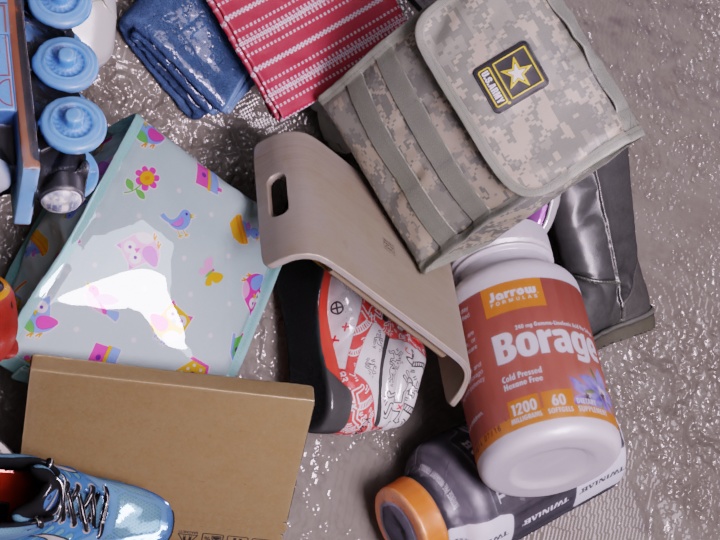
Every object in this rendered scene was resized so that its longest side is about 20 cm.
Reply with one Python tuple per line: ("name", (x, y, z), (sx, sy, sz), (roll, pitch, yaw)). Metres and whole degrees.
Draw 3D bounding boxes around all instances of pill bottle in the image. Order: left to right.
("pill bottle", (0.109, 0.168, 1.593), (0.199, 0.106, 0.107), (-25, 101, -28))
("pill bottle", (0.126, 0.064, 1.532), (0.112, 0.112, 0.201), (7, 55, -29))

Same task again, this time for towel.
("towel", (-0.089, -0.219, 1.526), (0.112, 0.048, 0.200), (48, 68, -19))
("towel", (-0.059, -0.231, 1.501), (0.144, 0.022, 0.201), (-33, 98, -25))

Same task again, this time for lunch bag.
("lunch bag", (-0.164, 0.018, 1.435), (0.170, 0.122, 0.201), (35, 67, -25))
("lunch bag", (0.093, -0.118, 1.440), (0.117, 0.200, 0.164), (-23, 80, -49))

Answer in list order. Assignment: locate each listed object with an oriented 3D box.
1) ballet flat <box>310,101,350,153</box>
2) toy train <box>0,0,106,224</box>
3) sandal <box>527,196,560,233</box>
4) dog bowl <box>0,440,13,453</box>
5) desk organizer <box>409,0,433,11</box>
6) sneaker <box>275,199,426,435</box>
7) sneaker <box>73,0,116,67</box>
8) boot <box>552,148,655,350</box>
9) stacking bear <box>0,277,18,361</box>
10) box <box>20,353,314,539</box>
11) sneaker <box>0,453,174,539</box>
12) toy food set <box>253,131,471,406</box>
("ballet flat", (0.013, -0.107, 1.575), (0.200, 0.069, 0.070), (35, 72, -24))
("toy train", (-0.240, -0.126, 1.367), (0.114, 0.087, 0.201), (-2, 59, -15))
("sandal", (0.121, -0.117, 1.625), (0.050, 0.082, 0.204), (16, 68, -41))
("dog bowl", (-0.322, 0.195, 1.366), (0.199, 0.074, 0.201), (2, 87, -30))
("desk organizer", (0.051, -0.279, 1.595), (0.200, 0.072, 0.077), (44, 66, -21))
("sneaker", (-0.005, 0.030, 1.560), (0.108, 0.067, 0.203), (5, 78, -43))
("sneaker", (-0.213, -0.245, 1.436), (0.073, 0.085, 0.201), (-16, 98, -31))
("boot", (0.173, -0.033, 1.654), (0.181, 0.072, 0.201), (-19, 106, -43))
("stacking bear", (-0.308, -0.012, 1.324), (0.200, 0.114, 0.121), (49, 23, 4))
("box", (-0.142, 0.135, 1.406), (0.199, 0.021, 0.164), (7, 127, -9))
("sneaker", (-0.213, 0.165, 1.328), (0.199, 0.090, 0.079), (10, 68, -30))
("toy food set", (0.000, 0.000, 1.464), (0.200, 0.060, 0.144), (36, 28, -30))
